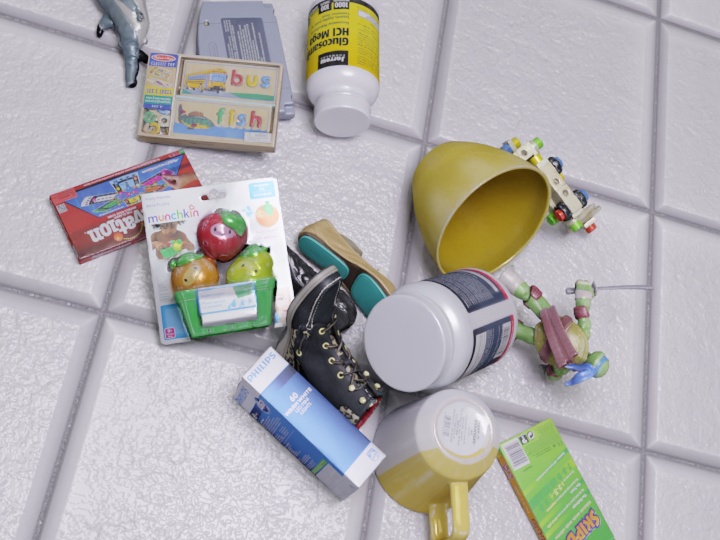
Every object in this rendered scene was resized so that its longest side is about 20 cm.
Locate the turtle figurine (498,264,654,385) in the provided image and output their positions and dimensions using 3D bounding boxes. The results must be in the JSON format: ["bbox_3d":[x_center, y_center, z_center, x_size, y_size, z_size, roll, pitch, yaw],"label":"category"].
[{"bbox_3d":[0.279,0.078,1.410,0.193,0.145,0.200,32,51,16],"label":"turtle figurine"}]

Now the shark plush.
[{"bbox_3d":[-0.354,-0.366,1.461,0.082,0.091,0.202,-13,92,-1],"label":"shark plush"}]

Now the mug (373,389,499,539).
[{"bbox_3d":[0.117,0.239,1.269,0.149,0.153,0.187,-30,79,-26],"label":"mug"}]

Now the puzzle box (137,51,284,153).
[{"bbox_3d":[-0.213,-0.243,1.415,0.198,0.025,0.135,4,74,-1],"label":"puzzle box"}]

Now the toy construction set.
[{"bbox_3d":[0.283,-0.120,1.496,0.199,0.131,0.092,39,76,-3],"label":"toy construction set"}]

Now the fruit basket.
[{"bbox_3d":[-0.185,-0.014,1.296,0.183,0.094,0.202,-7,91,-9],"label":"fruit basket"}]

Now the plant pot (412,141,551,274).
[{"bbox_3d":[0.155,-0.107,1.425,0.198,0.201,0.142,-20,50,-23],"label":"plant pot"}]

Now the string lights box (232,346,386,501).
[{"bbox_3d":[-0.069,0.198,1.258,0.200,0.103,0.059,43,65,4],"label":"string lights box"}]

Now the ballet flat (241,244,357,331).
[{"bbox_3d":[-0.089,0.015,1.371,0.200,0.057,0.067,41,105,5],"label":"ballet flat"}]

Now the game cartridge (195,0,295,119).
[{"bbox_3d":[-0.180,-0.315,1.486,0.132,0.042,0.202,-7,70,-15],"label":"game cartridge"}]

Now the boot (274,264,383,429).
[{"bbox_3d":[-0.026,0.102,1.246,0.154,0.204,0.073,43,48,17],"label":"boot"}]

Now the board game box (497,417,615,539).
[{"bbox_3d":[0.269,0.314,1.353,0.095,0.030,0.201,-21,72,-23],"label":"board game box"}]

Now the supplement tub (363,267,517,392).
[{"bbox_3d":[0.109,0.077,1.304,0.199,0.140,0.141,-13,68,-54],"label":"supplement tub"}]

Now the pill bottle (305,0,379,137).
[{"bbox_3d":[-0.026,-0.309,1.485,0.111,0.113,0.202,6,66,-14],"label":"pill bottle"}]

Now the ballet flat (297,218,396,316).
[{"bbox_3d":[0.000,0.000,1.388,0.200,0.069,0.063,44,49,4],"label":"ballet flat"}]

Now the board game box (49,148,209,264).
[{"bbox_3d":[-0.314,-0.091,1.358,0.199,0.019,0.104,-24,77,-24],"label":"board game box"}]
